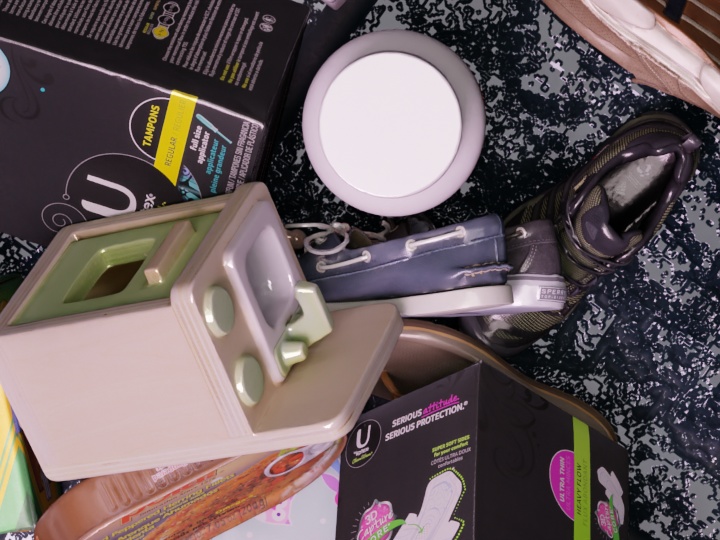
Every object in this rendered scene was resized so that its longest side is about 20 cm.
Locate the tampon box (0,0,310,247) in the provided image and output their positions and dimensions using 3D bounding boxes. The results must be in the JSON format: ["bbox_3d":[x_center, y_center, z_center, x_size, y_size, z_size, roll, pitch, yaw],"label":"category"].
[{"bbox_3d":[-0.152,-0.100,1.645,0.199,0.127,0.150,17,130,1],"label":"tampon box"}]

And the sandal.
[{"bbox_3d":[0.069,0.091,1.714,0.199,0.080,0.054,26,50,-3],"label":"sandal"}]

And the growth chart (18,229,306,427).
[{"bbox_3d":[-0.128,0.033,1.695,0.144,0.018,0.201,23,63,-7],"label":"growth chart"}]

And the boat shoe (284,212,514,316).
[{"bbox_3d":[0.000,0.000,1.634,0.199,0.075,0.062,-6,86,34],"label":"boat shoe"}]

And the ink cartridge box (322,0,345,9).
[{"bbox_3d":[-0.051,-0.238,1.639,0.146,0.200,0.086,37,95,0],"label":"ink cartridge box"}]

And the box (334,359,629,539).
[{"bbox_3d":[0.074,0.186,1.630,0.124,0.148,0.201,-25,48,38],"label":"box"}]

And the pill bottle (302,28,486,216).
[{"bbox_3d":[0.022,-0.091,1.646,0.111,0.200,0.113,0,94,3],"label":"pill bottle"}]

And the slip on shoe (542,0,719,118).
[{"bbox_3d":[0.198,-0.141,1.708,0.200,0.076,0.061,36,135,-8],"label":"slip on shoe"}]

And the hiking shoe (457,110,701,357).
[{"bbox_3d":[0.134,-0.023,1.695,0.076,0.101,0.200,42,95,0],"label":"hiking shoe"}]

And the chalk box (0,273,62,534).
[{"bbox_3d":[-0.272,0.068,1.709,0.123,0.125,0.201,-9,95,3],"label":"chalk box"}]

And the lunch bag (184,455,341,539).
[{"bbox_3d":[-0.054,0.206,1.695,0.160,0.077,0.201,-19,75,-16],"label":"lunch bag"}]

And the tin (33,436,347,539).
[{"bbox_3d":[-0.103,0.131,1.614,0.199,0.112,0.042,-26,72,-10],"label":"tin"}]

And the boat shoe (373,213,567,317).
[{"bbox_3d":[0.039,-0.005,1.689,0.199,0.070,0.067,-3,86,38],"label":"boat shoe"}]

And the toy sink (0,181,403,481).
[{"bbox_3d":[-0.096,0.030,1.557,0.199,0.131,0.112,-9,119,26],"label":"toy sink"}]
